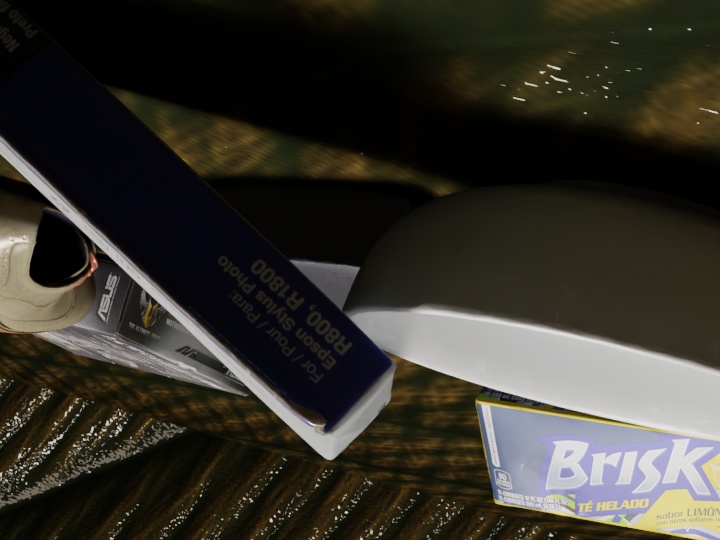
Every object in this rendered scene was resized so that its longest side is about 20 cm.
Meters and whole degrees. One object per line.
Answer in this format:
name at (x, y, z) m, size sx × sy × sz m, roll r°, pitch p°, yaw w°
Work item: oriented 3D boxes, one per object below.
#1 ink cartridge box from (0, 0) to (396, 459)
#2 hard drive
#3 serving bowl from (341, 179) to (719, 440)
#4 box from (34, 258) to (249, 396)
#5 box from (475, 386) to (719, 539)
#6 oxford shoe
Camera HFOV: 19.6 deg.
ink cartridge box at (-0.070, -0.017, 0.721) m, size 0.199 × 0.041 × 0.200 m, roll 43°, pitch 175°, yaw 5°
hard drive at (0.000, 0.000, 0.946) m, size 0.134 × 0.043 × 0.199 m, roll 23°, pitch 169°, yaw -34°
serving bowl at (0.096, 0.011, 0.750) m, size 0.199 × 0.066 × 0.200 m, roll 14°, pitch 171°, yaw 2°
box at (-0.179, 0.029, 1.442) m, size 0.157 × 0.049 × 0.200 m, roll 13°, pitch 170°, yaw 27°
box at (0.156, 0.075, 0.925) m, size 0.199 × 0.070 × 0.065 m, roll 7°, pitch 128°, yaw 27°
oxford shoe at (-0.186, 0.001, 1.222) m, size 0.074 × 0.071 × 0.200 m, roll 8°, pitch 171°, yaw 14°
